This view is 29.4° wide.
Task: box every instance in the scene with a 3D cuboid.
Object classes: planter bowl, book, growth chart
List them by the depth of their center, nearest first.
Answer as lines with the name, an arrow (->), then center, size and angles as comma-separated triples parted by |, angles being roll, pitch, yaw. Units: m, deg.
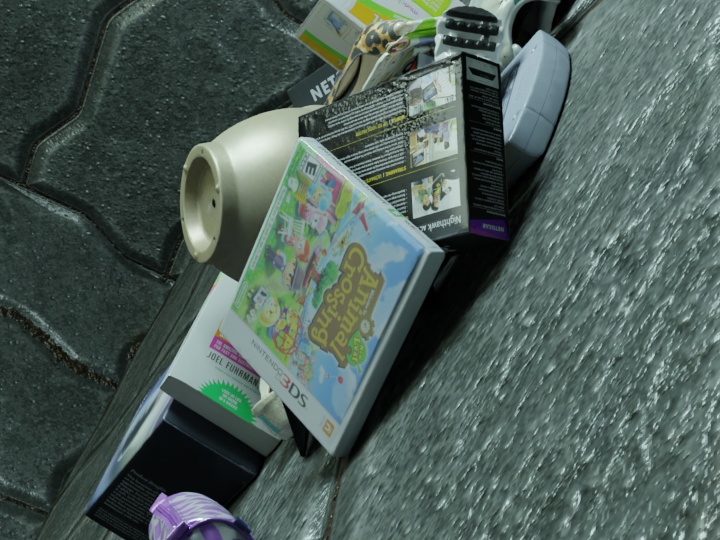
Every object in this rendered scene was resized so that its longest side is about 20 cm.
planter bowl -> -0.101, -0.067, 1.382 | 0.200, 0.135, 0.200 | 11, 103, 62
growth chart -> 0.042, -0.188, 1.394 | 0.145, 0.018, 0.200 | -22, -26, -43
book -> -0.122, 0.089, 1.466 | 0.048, 0.134, 0.200 | -49, 13, 38

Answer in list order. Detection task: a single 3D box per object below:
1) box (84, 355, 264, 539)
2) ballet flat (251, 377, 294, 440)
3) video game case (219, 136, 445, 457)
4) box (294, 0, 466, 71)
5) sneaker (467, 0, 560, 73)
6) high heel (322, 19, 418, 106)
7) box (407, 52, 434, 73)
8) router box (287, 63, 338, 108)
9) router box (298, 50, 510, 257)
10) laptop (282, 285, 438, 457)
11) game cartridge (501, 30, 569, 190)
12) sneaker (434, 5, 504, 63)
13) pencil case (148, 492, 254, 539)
box -> -0.183, 0.180, 1.520 | 0.198, 0.123, 0.200 | -48, 13, 35
ballet flat -> -0.058, 0.085, 1.380 | 0.067, 0.062, 0.200 | -49, 12, 37
video game case -> -0.031, 0.020, 1.131 | 0.182, 0.022, 0.200 | 43, 119, 37
box -> 0.047, -0.255, 1.519 | 0.113, 0.200, 0.101 | -58, 9, -25
sneaker -> 0.135, -0.204, 1.331 | 0.093, 0.070, 0.200 | 58, 135, 46
high heel -> 0.001, -0.172, 1.417 | 0.200, 0.071, 0.143 | -32, 34, 61
box -> 0.043, -0.092, 1.318 | 0.137, 0.040, 0.200 | 120, 161, -47
router box -> 0.031, -0.253, 1.703 | 0.200, 0.052, 0.157 | -27, -5, 43
router box -> 0.030, -0.079, 1.133 | 0.200, 0.051, 0.149 | -14, 71, 45
laptop -> -0.020, 0.038, 1.255 | 0.200, 0.103, 0.177 | -33, 49, 11
game cartridge -> 0.131, -0.128, 1.215 | 0.133, 0.041, 0.200 | -53, 10, 39
sneaker -> 0.083, -0.142, 1.232 | 0.081, 0.075, 0.200 | 95, -167, -57
pencil case -> -0.147, 0.248, 1.233 | 0.084, 0.085, 0.200 | -57, 9, -11
